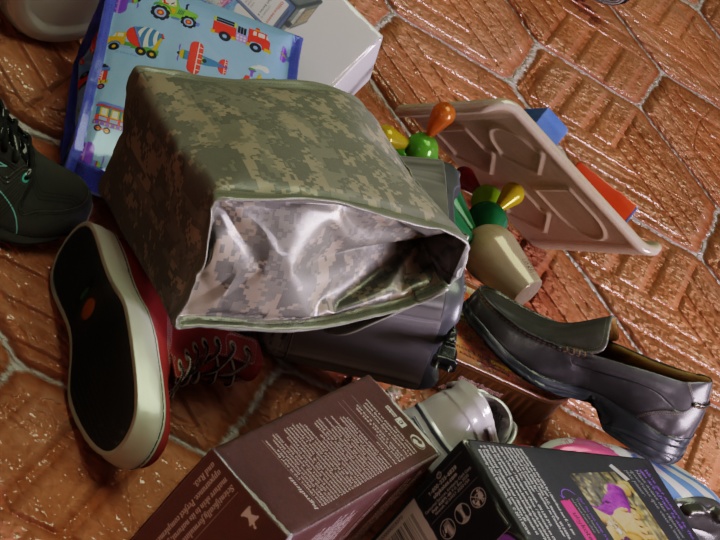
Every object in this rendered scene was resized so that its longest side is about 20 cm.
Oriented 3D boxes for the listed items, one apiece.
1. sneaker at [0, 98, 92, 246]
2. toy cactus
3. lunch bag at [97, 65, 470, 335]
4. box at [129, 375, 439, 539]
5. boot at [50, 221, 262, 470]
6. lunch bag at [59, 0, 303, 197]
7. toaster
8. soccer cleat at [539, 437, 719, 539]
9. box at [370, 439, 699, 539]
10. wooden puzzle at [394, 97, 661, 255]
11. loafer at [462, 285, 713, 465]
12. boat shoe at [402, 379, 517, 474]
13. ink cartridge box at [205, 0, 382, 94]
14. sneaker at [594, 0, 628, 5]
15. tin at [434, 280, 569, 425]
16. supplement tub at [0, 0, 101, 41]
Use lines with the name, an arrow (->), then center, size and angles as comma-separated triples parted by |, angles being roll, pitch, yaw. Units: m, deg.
sneaker -> -0.242, -0.075, 1.402 | 0.199, 0.079, 0.076 | 21, 33, -40
toy cactus -> 0.086, -0.045, 1.766 | 0.165, 0.102, 0.200 | 49, 9, 20
lunch bag -> -0.045, -0.042, 1.423 | 0.199, 0.118, 0.164 | 2, 33, -29
box -> -0.045, 0.138, 1.330 | 0.075, 0.100, 0.200 | 47, 25, 10
boot -> -0.110, 0.062, 1.390 | 0.144, 0.072, 0.200 | 27, 26, -31
lunch bag -> -0.127, -0.101, 1.565 | 0.150, 0.094, 0.201 | 19, 37, -14
toaster -> 0.000, 0.000, 1.556 | 0.128, 0.114, 0.201 | 9, 42, -8
soccer cleat -> 0.186, 0.163, 1.664 | 0.199, 0.070, 0.086 | 23, 13, -34
box -> 0.118, 0.191, 1.446 | 0.199, 0.122, 0.106 | 12, 38, -47
wooden puzzle -> 0.142, -0.086, 1.845 | 0.200, 0.046, 0.185 | 41, -13, -20
loafer -> 0.170, 0.062, 1.669 | 0.199, 0.073, 0.073 | 31, 21, 3
boat shoe -> 0.074, 0.114, 1.494 | 0.074, 0.065, 0.200 | 54, 2, 10
ink cartridge box -> -0.083, -0.205, 1.741 | 0.200, 0.087, 0.145 | 46, -8, 4
sneaker -> 0.215, -0.353, 2.469 | 0.199, 0.078, 0.085 | 32, 33, 0
tin -> 0.078, 0.052, 1.699 | 0.199, 0.042, 0.112 | 26, 35, -31
supplement tub -> -0.241, -0.277, 1.656 | 0.122, 0.123, 0.200 | 12, 39, -46
